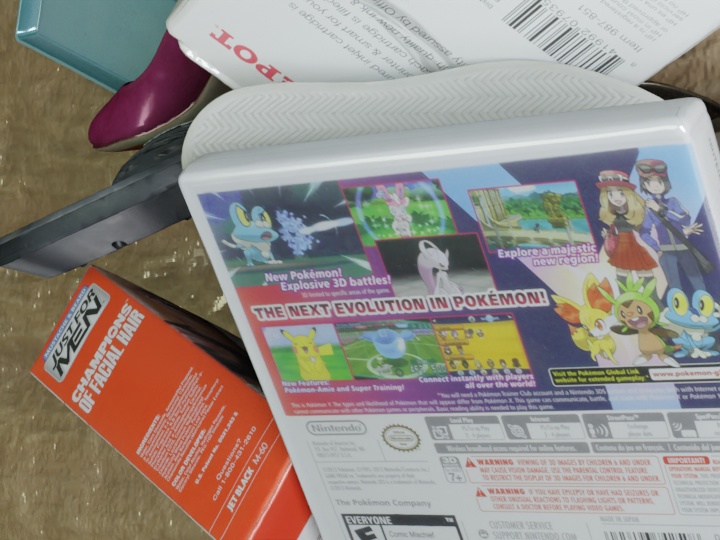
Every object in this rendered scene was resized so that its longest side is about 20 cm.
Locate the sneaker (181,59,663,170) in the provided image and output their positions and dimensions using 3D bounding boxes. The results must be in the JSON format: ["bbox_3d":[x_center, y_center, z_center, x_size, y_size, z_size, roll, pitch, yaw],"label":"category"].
[{"bbox_3d":[0.043,-0.021,0.752,0.199,0.116,0.074,6,65,22],"label":"sneaker"}]

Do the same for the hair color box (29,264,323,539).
[{"bbox_3d":[-0.051,0.075,0.872,0.200,0.111,0.064,30,91,50],"label":"hair color box"}]

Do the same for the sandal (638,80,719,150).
[{"bbox_3d":[0.108,-0.051,0.778,0.200,0.082,0.055,-22,99,47],"label":"sandal"}]

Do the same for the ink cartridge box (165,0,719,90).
[{"bbox_3d":[0.039,-0.121,0.744,0.200,0.145,0.084,-36,24,52],"label":"ink cartridge box"}]

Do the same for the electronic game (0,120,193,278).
[{"bbox_3d":[-0.082,-0.048,0.935,0.200,0.200,0.042,-20,97,50],"label":"electronic game"}]

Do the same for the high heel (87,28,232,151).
[{"bbox_3d":[-0.085,-0.123,1.017,0.200,0.067,0.097,-17,86,44],"label":"high heel"}]

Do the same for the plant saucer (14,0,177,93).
[{"bbox_3d":[-0.144,-0.143,1.146,0.200,0.019,0.070,30,115,47],"label":"plant saucer"}]

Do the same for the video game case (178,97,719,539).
[{"bbox_3d":[0.049,0.034,0.688,0.199,0.023,0.183,-4,119,34],"label":"video game case"}]
